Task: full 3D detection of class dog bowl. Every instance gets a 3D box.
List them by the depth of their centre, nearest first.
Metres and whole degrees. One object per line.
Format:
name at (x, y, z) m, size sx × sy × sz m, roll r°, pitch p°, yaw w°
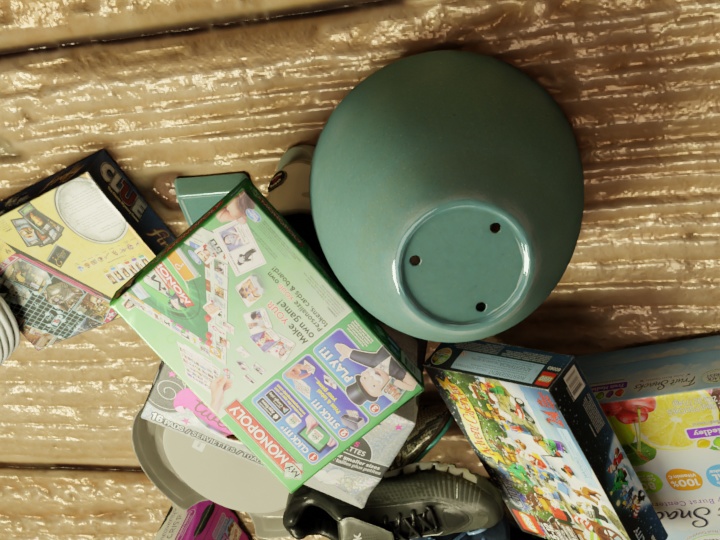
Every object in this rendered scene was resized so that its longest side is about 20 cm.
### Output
dog bowl at (-0.113, 0.164, 1.203) m, size 0.197 × 0.059 × 0.202 m, roll 11°, pitch 131°, yaw 12°

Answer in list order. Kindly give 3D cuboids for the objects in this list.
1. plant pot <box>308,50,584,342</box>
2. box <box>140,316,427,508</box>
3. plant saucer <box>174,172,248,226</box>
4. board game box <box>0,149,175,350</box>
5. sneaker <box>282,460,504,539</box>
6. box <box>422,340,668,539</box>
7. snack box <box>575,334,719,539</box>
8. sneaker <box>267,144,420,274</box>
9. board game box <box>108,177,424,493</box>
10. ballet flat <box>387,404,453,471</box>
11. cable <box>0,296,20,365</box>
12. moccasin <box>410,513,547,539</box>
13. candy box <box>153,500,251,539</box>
plant pot at (0.063, -0.032, 0.865) m, size 0.197 × 0.135 × 0.203 m, roll -1°, pitch 115°, yaw -2°
box at (-0.057, 0.079, 1.036) m, size 0.198 × 0.133 × 0.115 m, roll 23°, pitch 126°, yaw -8°
plant saucer at (-0.097, 0.006, 1.089) m, size 0.069 × 0.019 × 0.202 m, roll -3°, pitch 127°, yaw 23°
board game box at (-0.256, -0.012, 1.123) m, size 0.198 × 0.035 × 0.136 m, roll -20°, pitch 120°, yaw 33°
sneaker at (0.021, 0.206, 1.070) m, size 0.197 × 0.091 × 0.067 m, roll 3°, pitch 128°, yaw 23°
box at (0.147, 0.144, 1.018) m, size 0.136 × 0.038 × 0.201 m, roll 6°, pitch 135°, yaw 50°
snack box at (0.273, 0.151, 1.034) m, size 0.167 × 0.068 × 0.201 m, roll -12°, pitch 125°, yaw 31°
sneaker at (0.000, 0.000, 0.999) m, size 0.199 × 0.089 × 0.074 m, roll 40°, pitch 130°, yaw -16°
board game box at (-0.066, 0.051, 0.932) m, size 0.134 × 0.029 × 0.200 m, roll -38°, pitch 106°, yaw 14°
ballet flat at (0.016, 0.172, 1.159) m, size 0.075 × 0.068 × 0.201 m, roll 33°, pitch 137°, yaw 6°
cable at (-0.408, 0.029, 1.166) m, size 0.198 × 0.070 × 0.201 m, roll 1°, pitch 134°, yaw 41°
moccasin at (0.113, 0.240, 1.169) m, size 0.198 × 0.081 × 0.068 m, roll 21°, pitch 124°, yaw -29°
candy box at (-0.148, 0.347, 1.320) m, size 0.060 × 0.137 × 0.201 m, roll -9°, pitch 125°, yaw 30°
